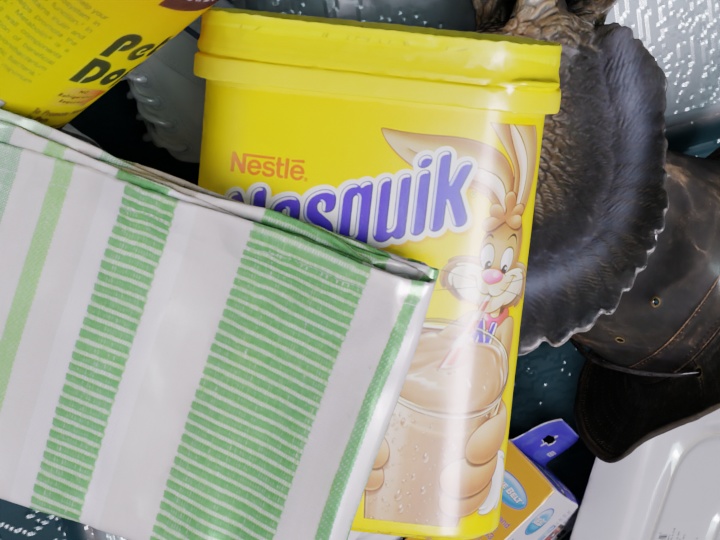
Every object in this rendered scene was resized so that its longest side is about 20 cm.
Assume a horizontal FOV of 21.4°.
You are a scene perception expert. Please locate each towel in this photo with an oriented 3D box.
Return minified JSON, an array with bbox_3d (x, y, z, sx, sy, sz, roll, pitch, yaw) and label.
[{"bbox_3d":[-0.085,0.035,0.739,0.199,0.023,0.154,19,106,1],"label":"towel"}]

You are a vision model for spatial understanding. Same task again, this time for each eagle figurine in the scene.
[{"bbox_3d":[0.068,-0.071,0.881,0.150,0.152,0.202,-5,95,17],"label":"eagle figurine"}]

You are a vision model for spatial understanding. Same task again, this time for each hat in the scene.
[{"bbox_3d":[0.139,-0.012,0.904,0.081,0.201,0.201,32,99,-15],"label":"hat"}]

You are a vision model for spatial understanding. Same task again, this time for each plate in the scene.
[{"bbox_3d":[0.196,0.146,1.039,0.199,0.032,0.201,3,112,-35],"label":"plate"}]

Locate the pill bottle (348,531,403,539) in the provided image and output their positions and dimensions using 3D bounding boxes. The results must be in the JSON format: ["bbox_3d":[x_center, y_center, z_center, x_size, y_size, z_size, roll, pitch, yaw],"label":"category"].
[{"bbox_3d":[-0.059,0.075,0.903,0.199,0.111,0.111,23,102,-36],"label":"pill bottle"}]

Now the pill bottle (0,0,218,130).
[{"bbox_3d":[-0.104,-0.134,0.733,0.199,0.110,0.109,-34,121,31],"label":"pill bottle"}]

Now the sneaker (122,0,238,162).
[{"bbox_3d":[-0.077,-0.087,0.862,0.200,0.073,0.071,35,89,-27],"label":"sneaker"}]

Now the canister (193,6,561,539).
[{"bbox_3d":[0.000,0.000,0.784,0.147,0.087,0.202,6,99,4],"label":"canister"}]

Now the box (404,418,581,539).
[{"bbox_3d":[0.044,0.159,0.980,0.200,0.042,0.119,-42,161,3],"label":"box"}]

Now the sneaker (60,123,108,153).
[{"bbox_3d":[-0.172,-0.059,0.846,0.078,0.080,0.200,-39,143,14],"label":"sneaker"}]
